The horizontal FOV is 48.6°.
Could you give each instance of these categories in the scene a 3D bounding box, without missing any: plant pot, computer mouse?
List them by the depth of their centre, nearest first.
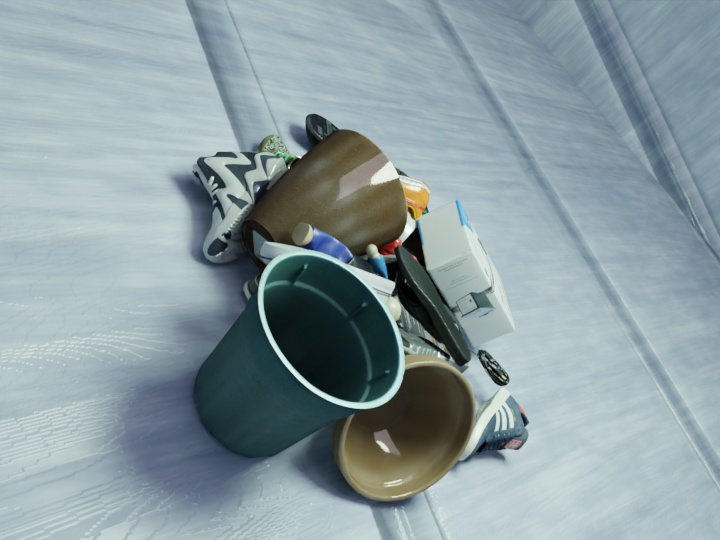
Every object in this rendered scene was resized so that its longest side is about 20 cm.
[{"bbox_3d":[-0.086,0.112,0.936,0.199,0.196,0.201,27,42,-27],"label":"plant pot"},{"bbox_3d":[0.044,0.190,1.042,0.200,0.202,0.093,19,11,-33],"label":"plant pot"},{"bbox_3d":[-0.066,-0.077,1.150,0.199,0.187,0.187,-35,80,-31],"label":"plant pot"},{"bbox_3d":[0.170,0.113,1.283,0.200,0.034,0.059,40,32,-10],"label":"computer mouse"},{"bbox_3d":[-0.032,-0.203,1.495,0.199,0.046,0.141,23,43,-38],"label":"computer mouse"}]

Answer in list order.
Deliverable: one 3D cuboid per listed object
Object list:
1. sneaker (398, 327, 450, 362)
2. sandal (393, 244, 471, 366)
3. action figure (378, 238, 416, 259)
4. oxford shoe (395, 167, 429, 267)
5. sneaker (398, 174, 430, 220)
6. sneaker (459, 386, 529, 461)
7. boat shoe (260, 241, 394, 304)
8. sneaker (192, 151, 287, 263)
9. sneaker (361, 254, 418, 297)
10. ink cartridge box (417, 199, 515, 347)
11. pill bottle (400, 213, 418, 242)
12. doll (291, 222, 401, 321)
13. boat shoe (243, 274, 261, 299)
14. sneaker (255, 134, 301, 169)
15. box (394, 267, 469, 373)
[{"bbox_3d":[0.046,0.143,1.121,0.075,0.116,0.200,36,6,39],"label":"sneaker"},{"bbox_3d":[0.093,0.056,1.175,0.201,0.048,0.075,61,17,6],"label":"sandal"},{"bbox_3d":[0.004,-0.059,1.300,0.199,0.066,0.052,31,19,12],"label":"action figure"},{"bbox_3d":[0.085,-0.092,1.453,0.073,0.084,0.201,-29,92,-47],"label":"oxford shoe"},{"bbox_3d":[0.014,-0.131,1.285,0.198,0.078,0.073,18,2,-3],"label":"sneaker"},{"bbox_3d":[0.211,0.252,1.226,0.085,0.075,0.200,45,32,9],"label":"sneaker"},{"bbox_3d":[-0.045,0.019,1.013,0.199,0.070,0.071,19,1,-38],"label":"boat shoe"},{"bbox_3d":[-0.207,-0.104,1.171,0.129,0.080,0.200,17,64,19],"label":"sneaker"},{"bbox_3d":[0.000,0.000,1.232,0.199,0.074,0.080,-6,40,-23],"label":"sneaker"},{"bbox_3d":[0.178,0.006,1.350,0.200,0.085,0.147,54,19,-35],"label":"ink cartridge box"},{"bbox_3d":[0.002,-0.121,1.373,0.200,0.112,0.112,44,33,-1],"label":"pill bottle"},{"bbox_3d":[-0.022,0.019,1.091,0.199,0.137,0.048,33,-3,-32],"label":"doll"},{"bbox_3d":[-0.072,0.064,1.135,0.201,0.060,0.072,37,34,-12],"label":"boat shoe"},{"bbox_3d":[-0.117,-0.163,1.309,0.076,0.089,0.201,18,41,-34],"label":"sneaker"},{"bbox_3d":[0.088,0.071,1.314,0.158,0.048,0.201,23,38,-31],"label":"box"}]
